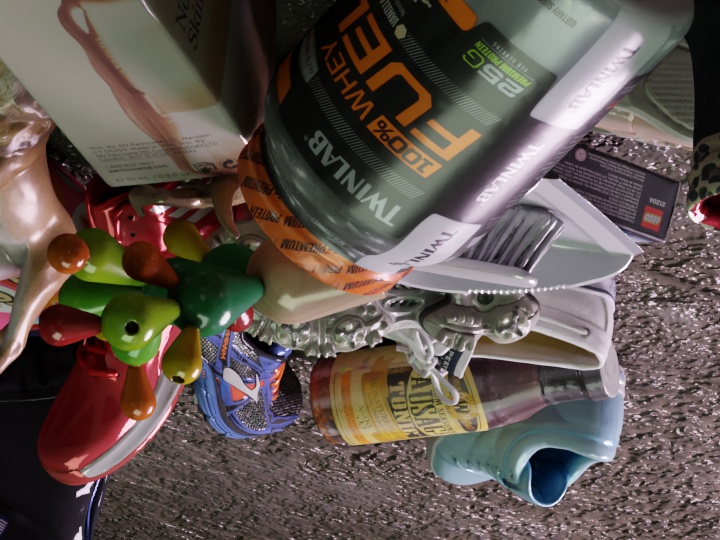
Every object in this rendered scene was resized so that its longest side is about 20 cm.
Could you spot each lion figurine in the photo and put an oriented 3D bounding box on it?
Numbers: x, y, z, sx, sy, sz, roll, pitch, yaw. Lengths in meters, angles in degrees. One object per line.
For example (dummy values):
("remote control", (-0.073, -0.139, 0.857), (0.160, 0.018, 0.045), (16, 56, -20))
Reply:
("lion figurine", (-0.181, -0.039, 1.137), (0.072, 0.122, 0.200), (31, 144, 23))

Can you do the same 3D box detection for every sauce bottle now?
("sauce bottle", (0.066, 0.073, 1.417), (0.200, 0.066, 0.066), (-10, 150, 25))

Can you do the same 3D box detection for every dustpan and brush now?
("dustpan and brush", (0.029, -0.010, 1.136), (0.200, 0.057, 0.140), (6, 167, 29))

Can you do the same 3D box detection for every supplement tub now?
("supplement tub", (0.041, -0.086, 0.970), (0.122, 0.123, 0.200), (23, 126, -32))

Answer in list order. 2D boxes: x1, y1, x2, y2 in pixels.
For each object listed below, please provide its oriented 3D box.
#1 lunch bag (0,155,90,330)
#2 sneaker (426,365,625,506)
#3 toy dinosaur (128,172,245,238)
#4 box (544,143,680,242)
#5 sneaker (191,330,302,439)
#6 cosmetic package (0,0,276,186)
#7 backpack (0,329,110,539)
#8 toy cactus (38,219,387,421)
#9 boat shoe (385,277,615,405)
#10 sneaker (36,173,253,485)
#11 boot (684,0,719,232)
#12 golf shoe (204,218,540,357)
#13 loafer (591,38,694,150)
("lunch bag", (-0.258, -0.028, 1.244), (0.176, 0.082, 0.200), (-9, 151, 26))
("sneaker", (0.105, 0.125, 1.494), (0.074, 0.082, 0.200), (18, 151, -23))
("toy dinosaur", (-0.063, -0.052, 1.116), (0.101, 0.058, 0.200), (5, -174, 17))
("box", (0.054, -0.059, 1.143), (0.200, 0.035, 0.110), (18, 173, -26))
("sneaker", (-0.071, 0.051, 1.387), (0.078, 0.075, 0.200), (-7, 153, 15))
("cosmetic package", (-0.112, -0.130, 0.995), (0.087, 0.103, 0.200), (-6, 154, 18))
("backpack", (-0.264, 0.113, 1.437), (0.190, 0.200, 0.154), (18, 164, -19))
("toy cactus", (-0.070, 0.017, 1.082), (0.165, 0.102, 0.200), (-7, 175, 7))
("boat shoe", (0.052, 0.036, 1.319), (0.202, 0.086, 0.075), (6, 154, -4))
("sneaker", (-0.139, 0.014, 1.217), (0.078, 0.200, 0.116), (21, 164, 43))
("boot", (0.237, -0.086, 0.968), (0.203, 0.154, 0.073), (3, 154, 3))
("golf shoe", (0.000, 0.000, 1.242), (0.200, 0.078, 0.097), (7, -161, -17))
("loafer", (0.134, -0.096, 1.077), (0.200, 0.072, 0.063), (9, 172, 4))
